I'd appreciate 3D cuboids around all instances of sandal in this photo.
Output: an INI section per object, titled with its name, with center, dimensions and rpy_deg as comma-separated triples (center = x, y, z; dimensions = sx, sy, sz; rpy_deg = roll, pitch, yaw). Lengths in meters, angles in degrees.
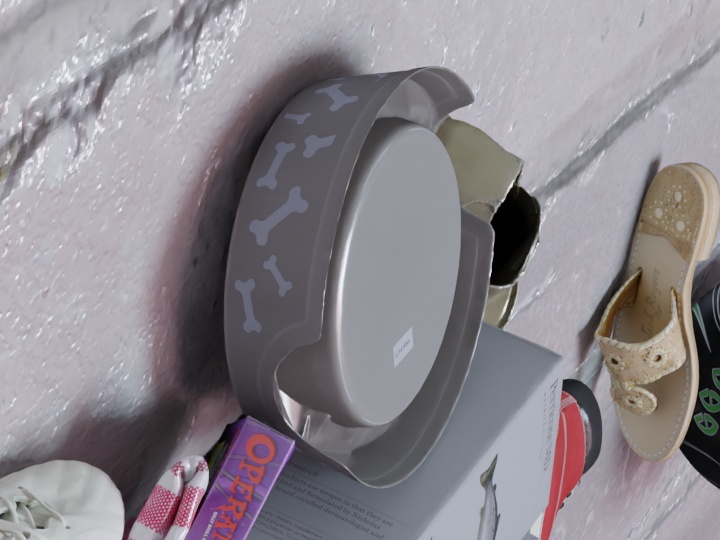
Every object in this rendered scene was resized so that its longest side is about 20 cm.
[sandal]
center = 0.185, 0.031, 1.728
dimensions = 0.070, 0.078, 0.212
rpy_deg = -8, 114, -42

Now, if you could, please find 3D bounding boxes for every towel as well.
[towel]
center = -0.125, 0.172, 1.108
dimensions = 0.200, 0.030, 0.146
rpy_deg = -63, -175, -16

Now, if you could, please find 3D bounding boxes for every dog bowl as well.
[dog bowl]
center = 0.000, 0.000, 1.212
dimensions = 0.200, 0.059, 0.200
rpy_deg = -36, 131, -57

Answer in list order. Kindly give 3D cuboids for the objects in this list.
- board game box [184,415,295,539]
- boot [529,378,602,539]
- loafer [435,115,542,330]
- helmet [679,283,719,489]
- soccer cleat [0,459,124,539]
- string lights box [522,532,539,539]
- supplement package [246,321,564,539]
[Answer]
[board game box]
center = -0.090, 0.160, 1.143
dimensions = 0.200, 0.032, 0.120
rpy_deg = -62, 180, -7
[boot]
center = 0.104, 0.171, 1.657
dimensions = 0.144, 0.072, 0.200
rpy_deg = -15, 121, -65
[loafer]
center = 0.061, -0.011, 1.375
dimensions = 0.076, 0.068, 0.200
rpy_deg = -59, 157, -18
[helmet]
center = 0.321, 0.087, 1.912
dimensions = 0.200, 0.191, 0.200
rpy_deg = -11, 120, -19
[soccer cleat]
center = -0.158, 0.117, 1.002
dimensions = 0.200, 0.069, 0.078
rpy_deg = -35, 139, -48
[string lights box]
center = 0.035, 0.245, 1.504
dimensions = 0.103, 0.059, 0.200
rpy_deg = -59, 172, -56
[supplement package]
center = 0.005, 0.119, 1.308
dimensions = 0.200, 0.117, 0.117
rpy_deg = -48, 151, -40
